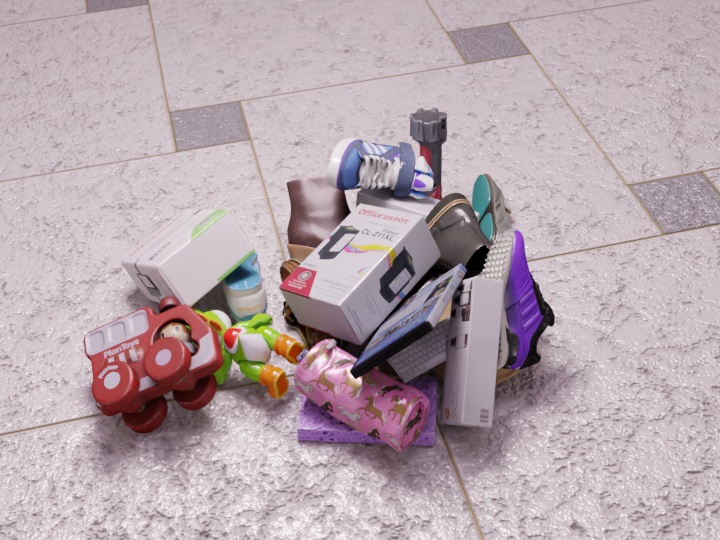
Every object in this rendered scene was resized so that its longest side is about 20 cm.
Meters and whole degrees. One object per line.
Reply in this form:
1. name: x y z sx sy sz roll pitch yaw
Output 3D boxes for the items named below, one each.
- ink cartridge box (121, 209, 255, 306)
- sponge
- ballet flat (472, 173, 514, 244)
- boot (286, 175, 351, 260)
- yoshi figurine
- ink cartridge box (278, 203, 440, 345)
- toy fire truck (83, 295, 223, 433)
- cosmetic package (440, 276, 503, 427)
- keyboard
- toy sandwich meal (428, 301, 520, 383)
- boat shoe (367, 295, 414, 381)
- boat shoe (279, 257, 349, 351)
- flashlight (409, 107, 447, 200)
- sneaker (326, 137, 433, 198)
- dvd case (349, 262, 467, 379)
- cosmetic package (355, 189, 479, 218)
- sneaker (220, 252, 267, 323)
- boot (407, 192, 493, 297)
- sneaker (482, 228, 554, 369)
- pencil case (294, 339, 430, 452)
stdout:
1. ink cartridge box: -0.274 -0.022 1.673 0.145 0.084 0.199 -41 20 -20
2. sponge: 0.010 0.197 1.529 0.197 0.030 0.112 2 41 5
3. ballet flat: 0.233 -0.089 1.837 0.063 0.068 0.201 19 38 -17
4. boot: -0.026 -0.075 1.749 0.197 0.169 0.072 -3 -2 8
5. yoshi figurine: -0.182 0.116 1.587 0.198 0.113 0.112 22 26 22
6. ink cartridge box: 0.000 0.000 1.582 0.145 0.083 0.200 14 52 46
7. toy fire truck: -0.298 0.121 1.520 0.198 0.112 0.169 -24 56 6
8. cosmetic package: 0.154 0.115 1.486 0.050 0.082 0.203 9 80 -15
9. keyboard: 0.125 0.099 1.541 0.198 0.011 0.056 -26 58 -27
10. toy sandwich meal: 0.174 0.100 1.610 0.202 0.071 0.207 -1 51 1
11. boat shoe: 0.046 0.110 1.589 0.071 0.068 0.201 7 33 -3
12. boat shoe: -0.090 0.052 1.671 0.067 0.073 0.200 -19 43 -20
13. flashlight: 0.109 -0.181 1.833 0.067 0.202 0.068 -32 46 -30
14. sneaker: 0.044 -0.160 1.719 0.145 0.082 0.200 17 16 19
15. dvd case: 0.069 0.067 1.468 0.142 0.018 0.200 -36 8 29
16. cosmetic package: 0.090 -0.069 1.769 0.198 0.103 0.071 19 30 25
17. sneaker: -0.191 0.027 1.709 0.075 0.082 0.200 -10 21 -5
18. boot: 0.119 -0.004 1.634 0.077 0.201 0.139 16 29 -33
19. sneaker: 0.232 0.044 1.531 0.098 0.203 0.069 5 -3 -18
20. pencil case: 0.002 0.170 1.471 0.199 0.087 0.083 28 51 28
